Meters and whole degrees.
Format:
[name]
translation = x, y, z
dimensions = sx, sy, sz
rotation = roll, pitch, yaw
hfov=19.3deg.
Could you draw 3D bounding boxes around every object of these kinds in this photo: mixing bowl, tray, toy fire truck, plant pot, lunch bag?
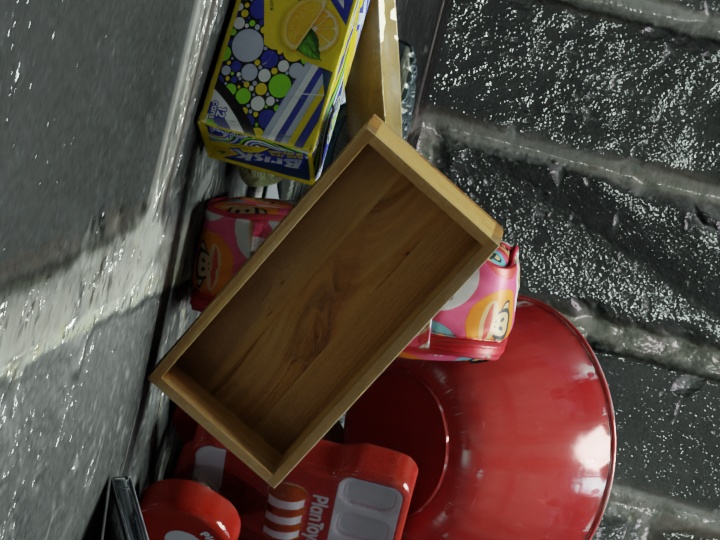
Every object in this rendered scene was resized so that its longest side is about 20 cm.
[mixing bowl]
translation = 0.059, 0.114, 1.400
dimensions = 0.108, 0.199, 0.202
rotation = 4, 104, -43
[tray]
translation = -0.021, 0.019, 1.204
dimensions = 0.200, 0.098, 0.037
rotation = -48, -175, 20
[toy fire truck]
translation = -0.054, 0.169, 1.362
dimensions = 0.201, 0.166, 0.113
rotation = 100, 6, -47
[plant pot]
translation = 0.007, -0.135, 1.341
dimensions = 0.200, 0.027, 0.202
rotation = -3, 90, -85
[lunch bag]
translation = 0.000, 0.000, 1.313
dimensions = 0.176, 0.198, 0.083
rotation = -46, 146, -82

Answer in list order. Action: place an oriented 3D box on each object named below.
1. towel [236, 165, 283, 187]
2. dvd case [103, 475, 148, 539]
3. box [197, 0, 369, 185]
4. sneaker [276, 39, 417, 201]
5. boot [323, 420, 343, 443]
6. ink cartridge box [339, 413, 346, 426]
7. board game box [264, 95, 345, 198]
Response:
[towel]
translation = -0.037, -0.164, 1.353
dimensions = 0.149, 0.036, 0.201
rotation = 99, 7, -47
[dvd case]
translation = -0.129, 0.240, 1.185
dimensions = 0.149, 0.016, 0.201
rotation = -114, -151, -48
[box]
translation = -0.031, -0.157, 1.211
dimensions = 0.064, 0.069, 0.202
rotation = 89, 16, -75
[sneaker]
translation = -0.023, -0.078, 1.470
dimensions = 0.078, 0.086, 0.201
rotation = 84, 29, -75
[boot]
translation = -0.085, 0.135, 1.502
dimensions = 0.200, 0.076, 0.157
rotation = -31, -108, 48
[ink cartridge box]
translation = 0.004, 0.128, 1.592
dimensions = 0.147, 0.199, 0.083
rotation = -57, -173, 33
[board game box]
translation = -0.028, -0.116, 1.616
dimensions = 0.200, 0.041, 0.201
rotation = -67, 171, -65
